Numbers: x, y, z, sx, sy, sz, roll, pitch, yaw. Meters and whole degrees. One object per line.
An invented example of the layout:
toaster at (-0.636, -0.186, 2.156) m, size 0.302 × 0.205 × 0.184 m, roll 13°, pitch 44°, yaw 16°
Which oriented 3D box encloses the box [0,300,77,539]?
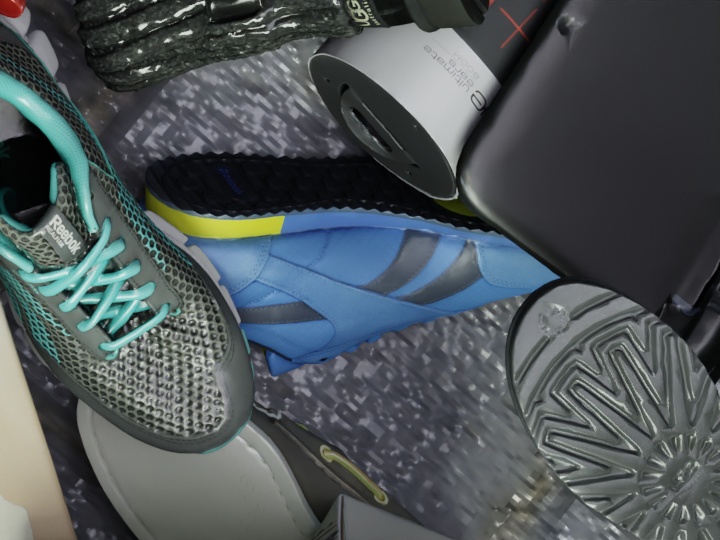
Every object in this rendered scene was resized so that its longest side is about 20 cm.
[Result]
box at (-0.157, 0.082, 1.035) m, size 0.077 × 0.095 × 0.201 m, roll -23°, pitch 122°, yaw -16°

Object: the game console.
game console at (0.139, -0.068, 1.129) m, size 0.116 × 0.176 × 0.201 m, roll 32°, pitch 84°, yaw 12°

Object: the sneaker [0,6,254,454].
sneaker at (-0.109, -0.010, 1.018) m, size 0.077 × 0.091 × 0.200 m, roll -36°, pitch 101°, yaw 4°

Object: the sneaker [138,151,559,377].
sneaker at (0.000, 0.000, 1.127) m, size 0.199 × 0.066 × 0.079 m, roll 0°, pitch 117°, yaw -21°

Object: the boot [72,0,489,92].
boot at (-0.029, -0.169, 1.084) m, size 0.157 × 0.212 × 0.080 m, roll -7°, pitch 142°, yaw 20°

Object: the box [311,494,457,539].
box at (-0.017, 0.192, 1.091) m, size 0.082 × 0.069 × 0.201 m, roll 24°, pitch 114°, yaw -14°

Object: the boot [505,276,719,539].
boot at (0.098, 0.054, 1.087) m, size 0.066 × 0.200 × 0.165 m, roll -41°, pitch 104°, yaw 1°

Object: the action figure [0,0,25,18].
action figure at (-0.115, -0.200, 1.030) m, size 0.099 × 0.065 × 0.201 m, roll 41°, pitch 49°, yaw -25°

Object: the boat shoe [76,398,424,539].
boat shoe at (-0.031, 0.098, 1.124) m, size 0.202 × 0.060 × 0.072 m, roll 43°, pitch 118°, yaw -15°

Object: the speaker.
speaker at (0.071, -0.123, 1.110) m, size 0.200 × 0.081 × 0.081 m, roll -47°, pitch 107°, yaw -15°

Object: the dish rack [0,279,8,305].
dish rack at (-0.218, -0.020, 1.062) m, size 0.200 × 0.044 × 0.172 m, roll -41°, pitch 107°, yaw -8°
